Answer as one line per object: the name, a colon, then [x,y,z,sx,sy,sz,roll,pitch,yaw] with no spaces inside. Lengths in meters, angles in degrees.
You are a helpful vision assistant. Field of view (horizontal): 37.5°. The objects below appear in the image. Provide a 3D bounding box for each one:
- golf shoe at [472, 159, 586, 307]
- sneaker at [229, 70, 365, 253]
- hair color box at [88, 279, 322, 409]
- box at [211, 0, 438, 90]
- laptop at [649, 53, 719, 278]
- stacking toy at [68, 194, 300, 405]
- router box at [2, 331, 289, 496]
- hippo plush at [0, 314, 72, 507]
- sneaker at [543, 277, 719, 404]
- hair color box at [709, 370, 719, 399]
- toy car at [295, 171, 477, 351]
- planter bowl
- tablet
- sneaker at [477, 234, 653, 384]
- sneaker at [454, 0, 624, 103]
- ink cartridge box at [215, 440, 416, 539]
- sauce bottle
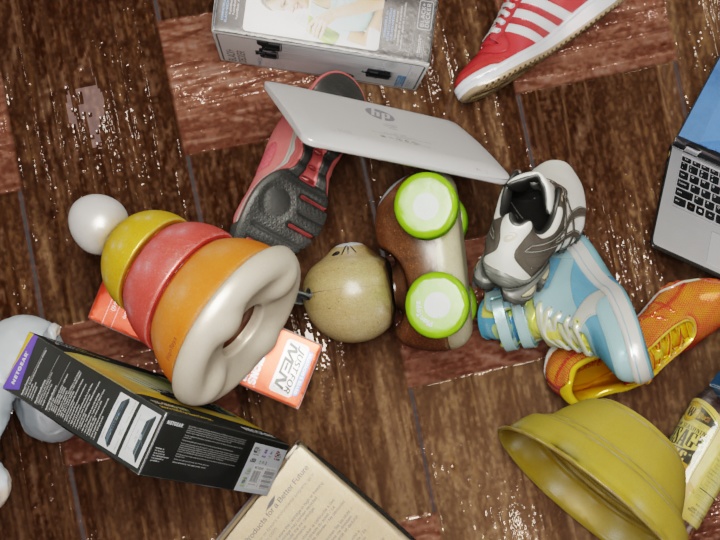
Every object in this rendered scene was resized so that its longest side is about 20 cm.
golf shoe: [0.165,-0.058,0.952,0.077,0.096,0.201,18,42,13]
sneaker: [-0.063,-0.087,0.985,0.073,0.086,0.202,33,77,-22]
hair color box: [-0.135,0.057,0.958,0.197,0.111,0.065,22,84,-1]
box: [-0.034,-0.221,0.981,0.196,0.117,0.061,9,88,-4]
laptop: [0.394,-0.091,0.993,0.185,0.116,0.202,23,58,-1]
stacking toy: [-0.159,-0.003,0.857,0.199,0.146,0.147,36,85,16]
router box: [-0.172,0.123,0.883,0.156,0.200,0.053,23,85,28]
hippo plush: [-0.338,0.113,0.948,0.160,0.158,0.202,-39,106,-35]
sneaker: [0.270,0.073,0.992,0.198,0.077,0.074,-29,118,0]
hair color box: [0.414,0.140,0.971,0.100,0.060,0.200,-46,114,-10]
toy car: [0.000,0.000,0.956,0.196,0.164,0.161,-7,87,9]
planter bowl: [0.223,0.173,0.933,0.200,0.200,0.084,42,77,0]
tablet: [0.022,-0.121,0.914,0.197,0.130,0.014,9,116,-27]
sneaker: [0.177,0.053,0.952,0.129,0.201,0.080,-22,118,3]
sneaker: [0.149,-0.252,1.015,0.199,0.071,0.113,-35,93,-13]
ink cartridge box: [-0.058,0.284,0.966,0.164,0.075,0.201,41,85,1]
sauce bottle: [0.332,0.156,1.005,0.065,0.066,0.202,31,83,-1]
